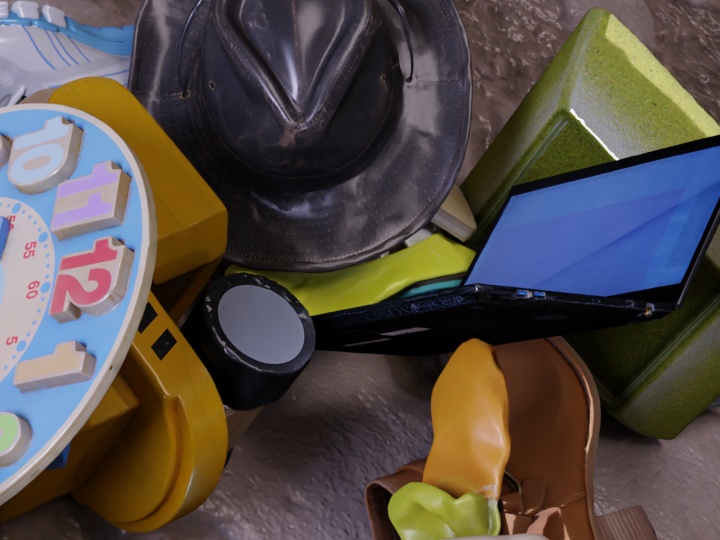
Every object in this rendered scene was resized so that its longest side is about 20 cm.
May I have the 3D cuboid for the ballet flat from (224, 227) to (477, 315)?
[{"bbox_3d":[0.000,0.000,1.033,0.200,0.067,0.067,-19,87,-46],"label":"ballet flat"}]

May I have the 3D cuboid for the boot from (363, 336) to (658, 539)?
[{"bbox_3d":[0.059,0.100,0.986,0.154,0.074,0.200,-6,53,-39],"label":"boot"}]

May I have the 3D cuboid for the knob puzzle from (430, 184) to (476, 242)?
[{"bbox_3d":[-0.013,-0.080,1.094,0.219,0.030,0.220,39,12,-9],"label":"knob puzzle"}]

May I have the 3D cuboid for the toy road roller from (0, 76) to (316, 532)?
[{"bbox_3d":[-0.131,0.025,0.855,0.146,0.123,0.200,-23,69,-45],"label":"toy road roller"}]

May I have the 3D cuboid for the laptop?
[{"bbox_3d":[0.067,-0.017,0.932,0.199,0.177,0.104,6,78,-39],"label":"laptop"}]

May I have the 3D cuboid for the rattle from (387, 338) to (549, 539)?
[{"bbox_3d":[-0.020,0.109,0.842,0.199,0.130,0.144,-5,87,-10],"label":"rattle"}]

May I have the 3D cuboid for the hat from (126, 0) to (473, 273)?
[{"bbox_3d":[-0.029,-0.103,0.959,0.200,0.081,0.202,1,74,-4],"label":"hat"}]

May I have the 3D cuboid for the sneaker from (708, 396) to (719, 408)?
[{"bbox_3d":[0.180,0.003,1.203,0.087,0.074,0.201,12,53,-52],"label":"sneaker"}]

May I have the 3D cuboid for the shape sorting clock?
[{"bbox_3d":[-0.168,0.016,0.780,0.039,0.199,0.201,48,21,-49],"label":"shape sorting clock"}]

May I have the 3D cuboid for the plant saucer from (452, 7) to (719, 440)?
[{"bbox_3d":[0.142,-0.012,1.074,0.200,0.200,0.048,48,50,11],"label":"plant saucer"}]

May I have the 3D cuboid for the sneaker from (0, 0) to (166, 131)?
[{"bbox_3d":[-0.148,-0.084,0.996,0.199,0.075,0.087,-2,59,-42],"label":"sneaker"}]
